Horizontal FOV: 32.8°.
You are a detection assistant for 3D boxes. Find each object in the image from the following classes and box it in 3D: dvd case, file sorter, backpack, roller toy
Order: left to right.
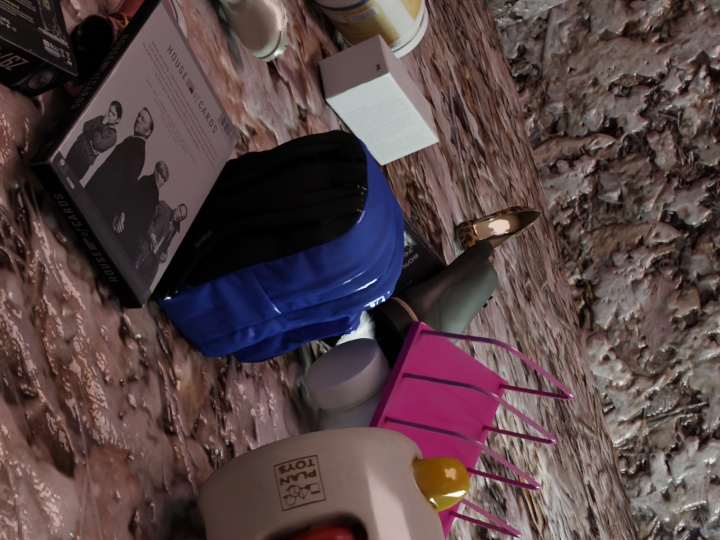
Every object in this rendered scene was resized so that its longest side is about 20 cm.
[{"bbox_3d":[-0.170,-0.095,0.964,0.151,0.024,0.201,63,36,-38],"label":"dvd case"},{"bbox_3d":[-0.057,-0.023,1.068,0.168,0.198,0.164,52,23,-45],"label":"backpack"},{"bbox_3d":[-0.028,0.200,0.925,0.181,0.200,0.141,8,57,-39],"label":"roller toy"},{"bbox_3d":[0.096,0.173,1.156,0.138,0.125,0.202,35,72,-34],"label":"file sorter"}]

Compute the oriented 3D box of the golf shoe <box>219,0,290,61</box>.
[{"bbox_3d":[-0.152,-0.326,1.375,0.097,0.078,0.202,-21,85,-56],"label":"golf shoe"}]

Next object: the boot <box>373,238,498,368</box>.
[{"bbox_3d":[0.093,0.067,1.291,0.078,0.138,0.201,46,-17,26],"label":"boot"}]

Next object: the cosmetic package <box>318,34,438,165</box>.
[{"bbox_3d":[0.029,-0.242,1.763,0.200,0.100,0.072,44,29,-57],"label":"cosmetic package"}]

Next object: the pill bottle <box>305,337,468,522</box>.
[{"bbox_3d":[0.024,0.173,1.249,0.113,0.112,0.202,-77,144,-61],"label":"pill bottle"}]

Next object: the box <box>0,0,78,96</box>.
[{"bbox_3d":[-0.284,-0.227,0.854,0.200,0.043,0.162,21,51,-68],"label":"box"}]

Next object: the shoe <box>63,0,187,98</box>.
[{"bbox_3d":[-0.200,-0.193,1.031,0.091,0.071,0.202,59,24,-48],"label":"shoe"}]

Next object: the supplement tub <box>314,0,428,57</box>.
[{"bbox_3d":[0.011,-0.417,1.832,0.200,0.143,0.146,41,33,-59],"label":"supplement tub"}]

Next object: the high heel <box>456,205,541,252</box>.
[{"bbox_3d":[0.248,-0.074,2.186,0.072,0.141,0.200,68,17,-5],"label":"high heel"}]

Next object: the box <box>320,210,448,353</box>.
[{"bbox_3d":[0.000,0.000,1.276,0.105,0.148,0.200,54,5,31],"label":"box"}]
